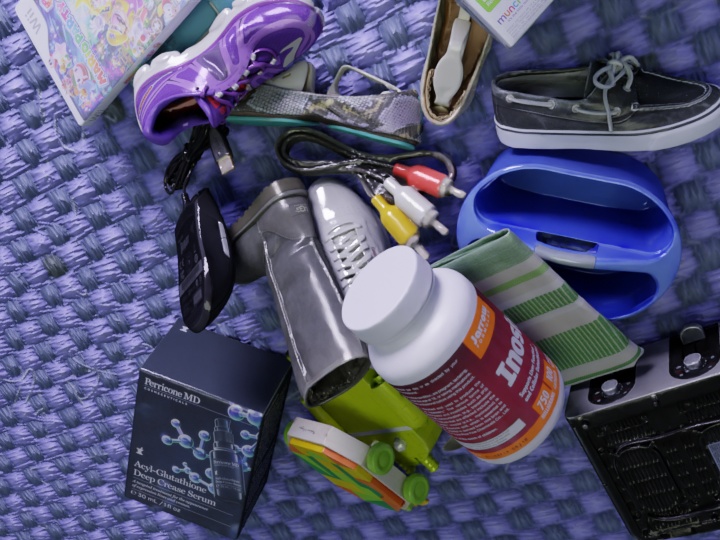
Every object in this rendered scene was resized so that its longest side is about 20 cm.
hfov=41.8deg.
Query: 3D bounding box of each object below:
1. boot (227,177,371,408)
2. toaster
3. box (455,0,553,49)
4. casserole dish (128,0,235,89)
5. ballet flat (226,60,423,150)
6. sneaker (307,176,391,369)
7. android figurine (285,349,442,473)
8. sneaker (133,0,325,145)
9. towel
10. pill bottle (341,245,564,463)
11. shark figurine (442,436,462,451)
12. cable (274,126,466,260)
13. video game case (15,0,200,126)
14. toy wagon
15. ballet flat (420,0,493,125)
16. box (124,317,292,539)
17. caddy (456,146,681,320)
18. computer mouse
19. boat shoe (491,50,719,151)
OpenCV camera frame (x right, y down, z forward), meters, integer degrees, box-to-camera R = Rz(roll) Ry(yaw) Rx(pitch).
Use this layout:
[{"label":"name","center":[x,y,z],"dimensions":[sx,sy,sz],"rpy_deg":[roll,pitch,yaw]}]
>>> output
[{"label":"boot","center":[-0.068,0.036,0.918],"dimensions":[0.202,0.072,0.182],"rpy_deg":[65,146,17]},{"label":"toaster","center":[0.321,0.159,0.916],"dimensions":[0.179,0.119,0.201],"rpy_deg":[-23,110,27]},{"label":"box","center":[0.113,-0.302,0.699],"dimensions":[0.176,0.097,0.200],"rpy_deg":[40,104,-8]},{"label":"casserole dish","center":[-0.166,-0.228,0.893],"dimensions":[0.199,0.039,0.121],"rpy_deg":[-36,103,31]},{"label":"ballet flat","center":[-0.035,-0.160,0.884],"dimensions":[0.197,0.072,0.073],"rpy_deg":[10,121,11]},{"label":"sneaker","center":[0.000,0.000,0.911],"dimensions":[0.076,0.080,0.202],"rpy_deg":[-24,85,4]},{"label":"android figurine","center":[0.008,0.148,1.021],"dimensions":[0.200,0.041,0.181],"rpy_deg":[49,147,-15]},{"label":"sneaker","center":[-0.114,-0.171,0.844],"dimensions":[0.198,0.084,0.081],"rpy_deg":[-29,140,18]},{"label":"towel","center":[0.147,0.046,0.875],"dimensions":[0.199,0.024,0.152],"rpy_deg":[39,140,-23]},{"label":"pill bottle","center":[0.080,0.073,0.825],"dimensions":[0.112,0.114,0.200],"rpy_deg":[-32,122,29]},{"label":"shark figurine","center":[0.087,0.091,0.979],"dimensions":[0.128,0.089,0.215],"rpy_deg":[-42,112,-3]},{"label":"cable","center":[0.010,-0.098,0.889],"dimensions":[0.199,0.050,0.098],"rpy_deg":[33,90,14]},{"label":"video game case","center":[-0.236,-0.253,0.879],"dimensions":[0.199,0.018,0.144],"rpy_deg":[-38,79,31]},{"label":"toy wagon","center":[0.006,0.226,1.053],"dimensions":[0.154,0.040,0.200],"rpy_deg":[4,147,49]},{"label":"ballet flat","center":[0.094,-0.216,0.806],"dimensions":[0.066,0.063,0.202],"rpy_deg":[15,122,8]},{"label":"box","center":[-0.176,0.184,1.088],"dimensions":[0.146,0.107,0.202],"rpy_deg":[18,122,7]},{"label":"caddy","center":[0.187,-0.033,0.855],"dimensions":[0.197,0.105,0.143],"rpy_deg":[12,121,10]},{"label":"computer mouse","center":[-0.139,-0.050,0.913],"dimensions":[0.045,0.202,0.140],"rpy_deg":[4,147,-31]},{"label":"boat shoe","center":[0.209,-0.150,0.803],"dimensions":[0.197,0.074,0.069],"rpy_deg":[4,135,25]}]
